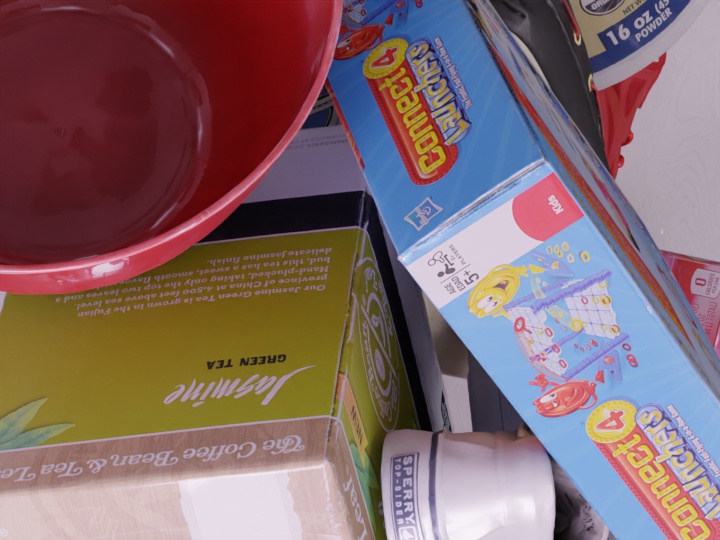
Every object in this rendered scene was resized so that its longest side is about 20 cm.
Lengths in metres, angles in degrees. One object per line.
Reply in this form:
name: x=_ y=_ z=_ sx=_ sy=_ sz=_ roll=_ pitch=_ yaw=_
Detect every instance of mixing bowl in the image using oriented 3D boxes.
mixing bowl: x=-0.106 y=-0.068 z=0.976 sx=0.200 sy=0.200 sz=0.108 roll=-60 pitch=168 yaw=-22

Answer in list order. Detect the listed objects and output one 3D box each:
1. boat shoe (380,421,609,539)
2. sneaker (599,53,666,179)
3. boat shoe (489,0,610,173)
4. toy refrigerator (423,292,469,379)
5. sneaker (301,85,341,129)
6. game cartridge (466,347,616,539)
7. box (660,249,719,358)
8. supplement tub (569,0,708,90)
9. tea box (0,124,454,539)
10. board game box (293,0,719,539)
boat shoe: x=0.056 y=0.093 z=1.024 sx=0.200 sy=0.065 sz=0.074 roll=29 pitch=55 yaw=-77
sneaker: x=0.109 y=-0.044 z=1.353 sx=0.115 sy=0.078 sz=0.201 roll=-30 pitch=125 yaw=-44
boat shoe: x=0.068 y=-0.051 z=1.167 sx=0.202 sy=0.073 sz=0.063 roll=66 pitch=33 yaw=-48
toy refrigerator: x=0.000 y=0.000 z=1.216 sx=0.200 sy=0.076 sz=0.070 roll=13 pitch=91 yaw=-54
sneaker: x=-0.023 y=-0.097 z=1.136 sx=0.200 sy=0.077 sz=0.076 roll=32 pitch=50 yaw=-56
game cartridge: x=0.091 y=0.122 z=1.208 sx=0.133 sy=0.041 sz=0.200 roll=-99 pitch=166 yaw=-59
box: x=0.137 y=0.091 z=1.415 sx=0.095 sy=0.102 sz=0.201 roll=13 pitch=89 yaw=-55
supplement tub: x=0.055 y=-0.178 z=1.173 sx=0.145 sy=0.144 sz=0.200 roll=-61 pitch=142 yaw=-20
tea box: x=-0.043 y=0.086 z=1.038 sx=0.197 sy=0.133 sz=0.200 roll=-81 pitch=161 yaw=-52
board game box: x=0.060 y=-0.012 z=1.003 sx=0.056 sy=0.196 sz=0.200 roll=-32 pitch=126 yaw=8
